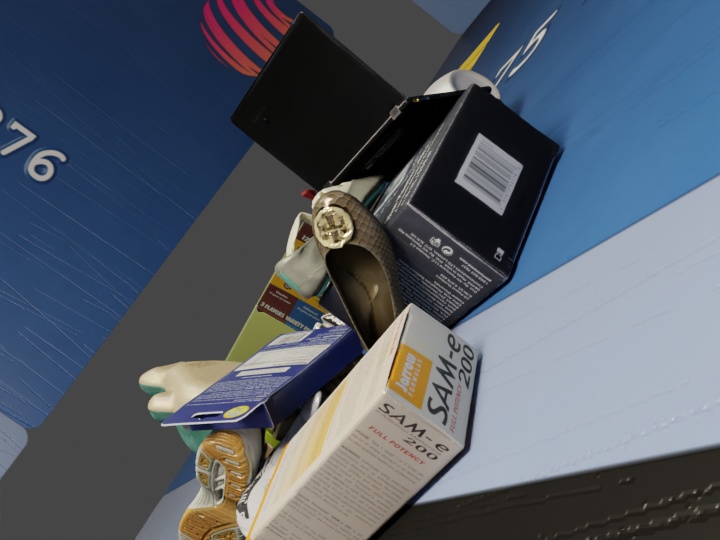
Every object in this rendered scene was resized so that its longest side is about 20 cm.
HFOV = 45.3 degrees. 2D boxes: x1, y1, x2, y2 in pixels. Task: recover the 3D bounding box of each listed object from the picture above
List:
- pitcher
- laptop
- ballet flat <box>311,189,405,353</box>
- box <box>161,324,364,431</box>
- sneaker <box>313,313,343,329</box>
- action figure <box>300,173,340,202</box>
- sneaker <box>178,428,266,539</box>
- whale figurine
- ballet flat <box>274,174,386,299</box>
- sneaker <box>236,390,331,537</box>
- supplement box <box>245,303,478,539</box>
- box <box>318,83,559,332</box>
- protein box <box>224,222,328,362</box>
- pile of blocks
[{"bbox_3d":[0.137,-0.196,1.260,0.171,0.121,0.201,-40,-16,-43],"label":"pitcher"},{"bbox_3d":[-0.002,-0.176,0.928,0.199,0.117,0.187,-17,-15,-37],"label":"laptop"},{"bbox_3d":[0.006,0.024,0.780,0.067,0.202,0.046,-10,23,29],"label":"ballet flat"},{"bbox_3d":[-0.093,0.114,0.868,0.120,0.033,0.200,-11,15,39],"label":"box"},{"bbox_3d":[-0.048,0.149,1.055,0.201,0.075,0.081,-61,-19,4],"label":"sneaker"},{"bbox_3d":[-0.009,-0.010,0.992,0.065,0.202,0.099,-26,-2,10],"label":"action figure"},{"bbox_3d":[-0.134,0.231,0.913,0.088,0.075,0.201,-55,-13,-57],"label":"sneaker"},{"bbox_3d":[-0.180,0.162,1.019,0.199,0.105,0.158,7,12,43],"label":"whale figurine"},{"bbox_3d":[-0.031,-0.054,0.915,0.068,0.063,0.201,-54,5,47],"label":"ballet flat"},{"bbox_3d":[-0.051,0.185,0.820,0.115,0.075,0.200,-56,3,13],"label":"sneaker"},{"bbox_3d":[0.002,0.140,0.681,0.200,0.073,0.126,-51,8,30],"label":"supplement box"},{"bbox_3d":[0.078,-0.044,0.874,0.200,0.117,0.197,-48,10,50],"label":"box"},{"bbox_3d":[-0.093,0.083,1.254,0.199,0.134,0.201,-56,6,40],"label":"protein box"},{"bbox_3d":[-0.049,0.158,0.956,0.201,0.062,0.082,-58,-35,-1],"label":"pile of blocks"}]
